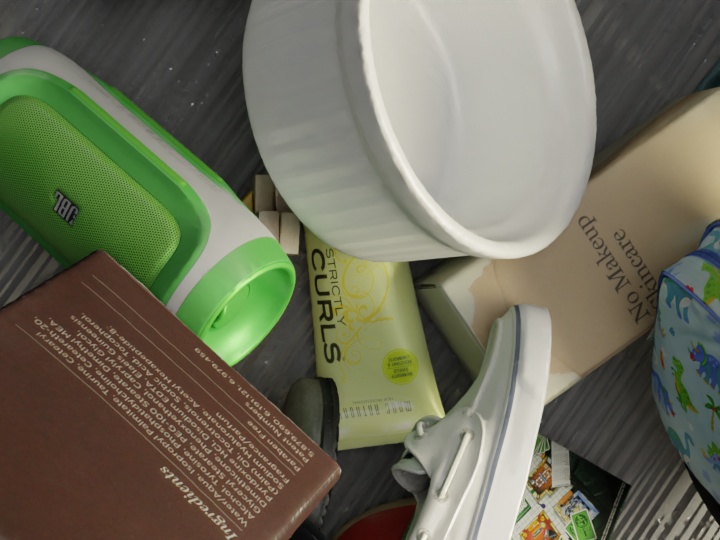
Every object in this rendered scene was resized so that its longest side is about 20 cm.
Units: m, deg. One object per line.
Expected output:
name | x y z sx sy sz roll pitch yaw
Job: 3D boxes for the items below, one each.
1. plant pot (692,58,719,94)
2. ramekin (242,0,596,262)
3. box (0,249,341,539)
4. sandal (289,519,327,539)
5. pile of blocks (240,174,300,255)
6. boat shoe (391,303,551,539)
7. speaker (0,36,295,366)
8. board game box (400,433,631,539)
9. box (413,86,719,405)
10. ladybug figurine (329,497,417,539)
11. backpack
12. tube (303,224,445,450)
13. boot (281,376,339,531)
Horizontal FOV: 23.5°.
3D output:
plant pot | 0.348 -0.105 0.973 0.200 0.196 0.196 41 82 -12
ramekin | 0.030 -0.099 0.907 0.200 0.098 0.201 14 71 -47
box | -0.146 0.125 0.781 0.164 0.200 0.166 42 119 5
sandal | -0.041 0.217 0.876 0.076 0.043 0.201 -8 81 17
pile of blocks | -0.105 0.017 0.945 0.082 0.062 0.200 38 82 -7
boat shoe | 0.049 0.102 0.872 0.065 0.074 0.200 16 63 1
speaker | -0.128 -0.036 0.895 0.200 0.088 0.088 40 81 20
board game box | 0.068 0.165 0.913 0.105 0.023 0.200 31 48 1
box | 0.138 -0.010 0.982 0.200 0.078 0.095 -36 96 -10
ladybug figurine | 0.064 0.201 0.965 0.200 0.072 0.136 22 85 -9
backpack | 0.226 0.056 0.909 0.153 0.163 0.200 -6 130 -22
tube | 0.000 0.000 0.971 0.052 0.058 0.201 -9 93 -33
boot | -0.093 0.140 0.938 0.130 0.068 0.201 18 91 -9
